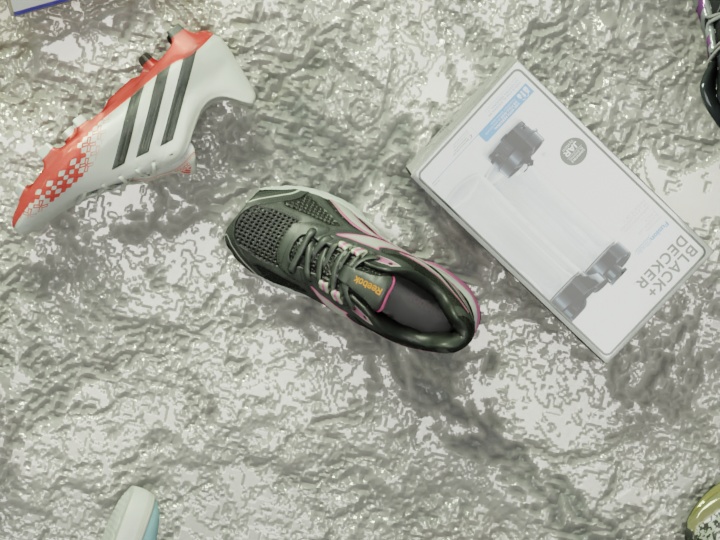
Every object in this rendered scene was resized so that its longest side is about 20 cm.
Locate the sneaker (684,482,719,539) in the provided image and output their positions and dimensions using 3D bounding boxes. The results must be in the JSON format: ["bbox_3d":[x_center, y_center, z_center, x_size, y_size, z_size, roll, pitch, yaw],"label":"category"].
[{"bbox_3d":[0.340,0.187,1.346,0.198,0.089,0.077,-7,99,-1],"label":"sneaker"}]

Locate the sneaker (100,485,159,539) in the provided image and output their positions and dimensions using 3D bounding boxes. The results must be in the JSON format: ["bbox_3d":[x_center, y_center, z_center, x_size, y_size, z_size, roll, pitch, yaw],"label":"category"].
[{"bbox_3d":[-0.162,0.256,1.349,0.081,0.074,0.201,11,106,-13],"label":"sneaker"}]

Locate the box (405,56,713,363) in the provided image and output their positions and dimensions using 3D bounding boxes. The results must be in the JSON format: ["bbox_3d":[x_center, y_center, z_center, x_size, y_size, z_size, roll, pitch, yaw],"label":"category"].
[{"bbox_3d":[0.143,-0.044,1.317,0.200,0.060,0.117,44,95,-8],"label":"box"}]

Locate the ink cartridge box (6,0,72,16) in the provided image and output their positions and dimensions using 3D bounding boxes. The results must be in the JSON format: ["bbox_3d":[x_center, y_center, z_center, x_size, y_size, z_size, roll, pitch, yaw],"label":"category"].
[{"bbox_3d":[-0.171,-0.292,1.241,0.196,0.047,0.201,-17,132,-11],"label":"ink cartridge box"}]

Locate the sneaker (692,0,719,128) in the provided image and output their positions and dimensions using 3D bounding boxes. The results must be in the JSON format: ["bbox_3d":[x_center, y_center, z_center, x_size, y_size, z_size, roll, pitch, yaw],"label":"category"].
[{"bbox_3d":[0.264,-0.161,1.258,0.077,0.140,0.201,-20,99,25],"label":"sneaker"}]

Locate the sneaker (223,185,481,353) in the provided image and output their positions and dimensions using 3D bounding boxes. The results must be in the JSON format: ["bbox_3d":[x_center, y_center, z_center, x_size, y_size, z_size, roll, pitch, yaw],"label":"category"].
[{"bbox_3d":[0.000,0.000,1.304,0.199,0.086,0.081,22,96,-5],"label":"sneaker"}]

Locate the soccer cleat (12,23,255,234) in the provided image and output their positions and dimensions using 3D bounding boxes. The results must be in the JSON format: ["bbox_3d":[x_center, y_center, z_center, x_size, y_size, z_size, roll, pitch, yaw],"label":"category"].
[{"bbox_3d":[-0.162,-0.086,1.295,0.200,0.069,0.085,-44,94,0],"label":"soccer cleat"}]
